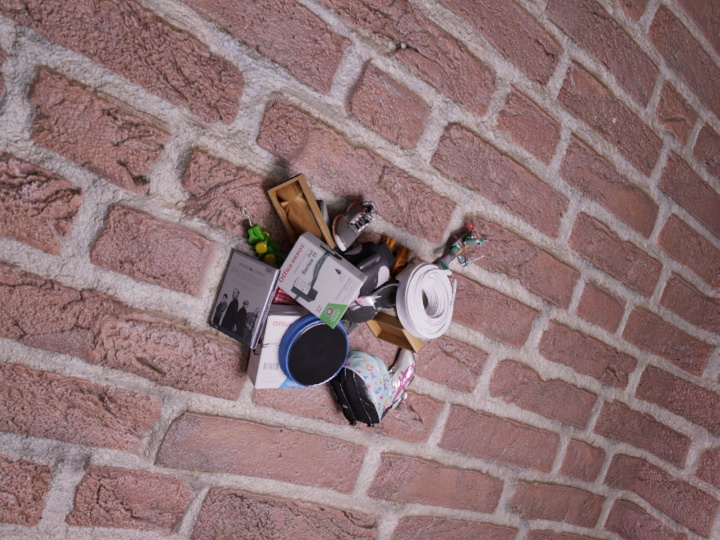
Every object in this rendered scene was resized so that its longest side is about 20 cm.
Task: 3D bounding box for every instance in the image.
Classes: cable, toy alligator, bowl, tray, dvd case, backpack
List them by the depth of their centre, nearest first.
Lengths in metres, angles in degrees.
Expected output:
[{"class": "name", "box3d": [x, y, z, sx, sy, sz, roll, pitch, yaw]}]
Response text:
[{"class": "dvd case", "box3d": [-0.290, 0.070, 1.461, 0.025, 0.147, 0.206, 17, 94, -64]}, {"class": "toy alligator", "box3d": [-0.263, -0.075, 1.494, 0.053, 0.060, 0.202, -23, 121, 21]}, {"class": "tray", "box3d": [-0.151, -0.135, 1.504, 0.096, 0.037, 0.205, -19, 107, 19]}, {"class": "bowl", "box3d": [-0.117, 0.211, 1.533, 0.195, 0.039, 0.207, -13, 116, -27]}, {"class": "cable", "box3d": [0.176, 0.080, 1.590, 0.197, 0.068, 0.207, 23, 69, -39]}, {"class": "tray", "box3d": [0.091, 0.171, 1.682, 0.037, 0.197, 0.100, -45, 120, -21]}, {"class": "backpack", "box3d": [-0.002, 0.325, 1.682, 0.151, 0.174, 0.204, -47, 119, -38]}]

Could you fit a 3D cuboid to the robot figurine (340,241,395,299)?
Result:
[{"class": "robot figurine", "box3d": [0.000, -0.002, 1.585, 0.197, 0.124, 0.154, -29, 135, -26]}]

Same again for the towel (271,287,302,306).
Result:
[{"class": "towel", "box3d": [-0.178, 0.085, 1.602, 0.142, 0.022, 0.206, 24, 88, -35]}]

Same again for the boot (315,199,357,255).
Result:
[{"class": "boot", "box3d": [-0.072, -0.107, 1.605, 0.128, 0.067, 0.207, -21, 117, -34]}]

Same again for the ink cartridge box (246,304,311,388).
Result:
[{"class": "ink cartridge box", "box3d": [-0.209, 0.200, 1.549, 0.141, 0.083, 0.207, 5, 107, -31]}]

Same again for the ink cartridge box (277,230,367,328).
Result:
[{"class": "ink cartridge box", "box3d": [-0.102, 0.021, 1.469, 0.197, 0.083, 0.149, 35, 103, 2]}]

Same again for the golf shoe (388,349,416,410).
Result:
[{"class": "golf shoe", "box3d": [0.115, 0.337, 1.815, 0.090, 0.072, 0.207, 10, 97, -31]}]

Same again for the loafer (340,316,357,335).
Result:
[{"class": "loafer", "box3d": [-0.064, 0.175, 1.670, 0.197, 0.062, 0.074, -30, 116, -22]}]

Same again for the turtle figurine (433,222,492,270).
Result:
[{"class": "turtle figurine", "box3d": [0.318, -0.064, 1.833, 0.198, 0.101, 0.151, -36, 158, -17]}]

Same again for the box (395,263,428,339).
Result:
[{"class": "box", "box3d": [0.166, 0.093, 1.738, 0.077, 0.093, 0.205, -39, 137, -34]}]

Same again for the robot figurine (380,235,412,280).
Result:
[{"class": "robot figurine", "box3d": [0.071, 0.011, 1.716, 0.142, 0.058, 0.205, 25, 88, -31]}]

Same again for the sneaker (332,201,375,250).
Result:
[{"class": "sneaker", "box3d": [-0.012, -0.133, 1.563, 0.078, 0.080, 0.202, 56, 36, -25]}]

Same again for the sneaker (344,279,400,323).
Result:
[{"class": "sneaker", "box3d": [0.037, 0.083, 1.644, 0.194, 0.087, 0.083, -17, 108, 15]}]
